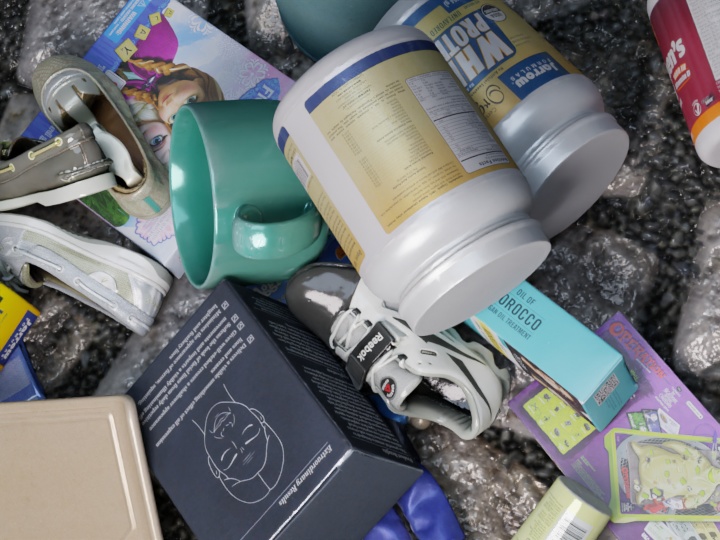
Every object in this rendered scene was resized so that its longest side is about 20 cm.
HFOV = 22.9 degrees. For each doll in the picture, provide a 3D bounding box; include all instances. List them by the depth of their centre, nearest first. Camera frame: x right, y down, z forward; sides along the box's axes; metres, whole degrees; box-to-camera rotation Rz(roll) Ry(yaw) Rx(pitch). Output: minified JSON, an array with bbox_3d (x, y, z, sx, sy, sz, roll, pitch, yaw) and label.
[{"bbox_3d":[0.007,0.165,1.437,0.136,0.048,0.200,-34,67,8],"label":"doll"}]

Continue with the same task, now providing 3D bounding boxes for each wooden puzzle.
[{"bbox_3d":[-0.240,0.192,1.446,0.199,0.037,0.186,-4,102,30],"label":"wooden puzzle"}]

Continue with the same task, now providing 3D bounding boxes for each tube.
[{"bbox_3d":[0.118,0.252,1.375,0.200,0.052,0.058,-57,26,8],"label":"tube"}]

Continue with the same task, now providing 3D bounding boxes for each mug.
[{"bbox_3d":[-0.081,-0.052,1.453,0.114,0.152,0.185,-5,55,-19],"label":"mug"}]

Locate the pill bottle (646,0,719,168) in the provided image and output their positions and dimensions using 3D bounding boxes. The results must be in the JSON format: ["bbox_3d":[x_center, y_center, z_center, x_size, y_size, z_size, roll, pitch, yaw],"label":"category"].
[{"bbox_3d":[0.297,-0.193,1.444,0.109,0.110,0.201,-19,68,8],"label":"pill bottle"}]

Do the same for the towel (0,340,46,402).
[{"bbox_3d":[-0.390,0.101,1.580,0.200,0.024,0.147,-28,68,4],"label":"towel"}]

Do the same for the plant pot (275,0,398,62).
[{"bbox_3d":[-0.002,-0.294,1.516,0.199,0.188,0.201,-5,70,13],"label":"plant pot"}]

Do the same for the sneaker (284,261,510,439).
[{"bbox_3d":[0.025,0.064,1.406,0.200,0.089,0.074,29,119,1],"label":"sneaker"}]

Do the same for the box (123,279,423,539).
[{"bbox_3d":[-0.075,0.134,1.403,0.149,0.107,0.200,-48,55,13],"label":"box"}]

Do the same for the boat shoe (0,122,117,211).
[{"bbox_3d":[-0.282,-0.087,1.529,0.201,0.072,0.061,-4,104,48],"label":"boat shoe"}]

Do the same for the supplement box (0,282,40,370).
[{"bbox_3d":[-0.370,0.027,1.480,0.109,0.200,0.109,32,83,18],"label":"supplement box"}]

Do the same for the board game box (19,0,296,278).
[{"bbox_3d":[-0.177,-0.129,1.588,0.199,0.041,0.200,35,85,22],"label":"board game box"}]

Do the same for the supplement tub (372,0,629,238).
[{"bbox_3d":[0.108,-0.132,1.456,0.145,0.145,0.200,-43,67,-2],"label":"supplement tub"}]

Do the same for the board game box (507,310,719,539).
[{"bbox_3d":[0.223,0.143,1.397,0.120,0.032,0.200,-40,67,3],"label":"board game box"}]

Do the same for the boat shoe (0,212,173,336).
[{"bbox_3d":[-0.264,0.001,1.554,0.201,0.074,0.065,17,73,13],"label":"boat shoe"}]

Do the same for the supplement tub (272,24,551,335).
[{"bbox_3d":[0.039,-0.066,1.336,0.144,0.144,0.200,-33,75,3],"label":"supplement tub"}]

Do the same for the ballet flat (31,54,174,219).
[{"bbox_3d":[-0.228,-0.128,1.545,0.067,0.062,0.200,-43,67,1],"label":"ballet flat"}]

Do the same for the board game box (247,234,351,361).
[{"bbox_3d":[0.000,0.000,1.510,0.200,0.019,0.103,-38,69,1],"label":"board game box"}]

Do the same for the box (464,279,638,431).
[{"bbox_3d":[0.123,0.040,1.403,0.200,0.082,0.049,39,85,27],"label":"box"}]
